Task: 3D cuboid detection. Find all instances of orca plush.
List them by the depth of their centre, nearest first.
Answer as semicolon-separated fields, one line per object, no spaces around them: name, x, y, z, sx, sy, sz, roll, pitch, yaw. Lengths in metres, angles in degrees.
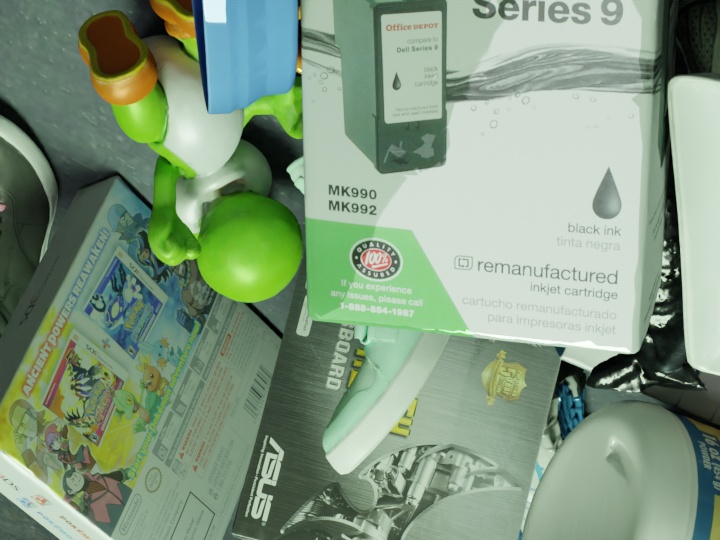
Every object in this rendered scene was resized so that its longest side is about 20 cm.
orca plush;0.114;-0.022;0.763;0.105;0.071;0.201;35;138;38

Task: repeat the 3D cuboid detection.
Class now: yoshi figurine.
yoshi figurine;-0.076;-0.057;0.888;0.111;0.113;0.201;0;142;14

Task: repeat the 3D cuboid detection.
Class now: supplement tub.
supplement tub;0.200;0.164;0.873;0.199;0.146;0.145;20;144;-18

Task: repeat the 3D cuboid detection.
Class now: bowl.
bowl;-0.054;-0.167;0.675;0.039;0.202;0.201;-6;142;-6

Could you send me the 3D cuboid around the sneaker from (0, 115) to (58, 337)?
sneaker;-0.240;-0.007;1.025;0.070;0.100;0.201;18;142;4

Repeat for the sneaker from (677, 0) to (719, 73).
sneaker;0.178;-0.045;0.793;0.082;0.078;0.201;17;123;42

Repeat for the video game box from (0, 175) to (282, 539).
video game box;-0.138;0.076;1.000;0.047;0.201;0.182;-13;132;37

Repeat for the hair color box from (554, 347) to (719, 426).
hair color box;0.212;0.035;0.871;0.199;0.061;0.101;23;99;-4

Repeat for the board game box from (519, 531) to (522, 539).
board game box;0.035;0.148;1.051;0.036;0.152;0.200;-11;133;42

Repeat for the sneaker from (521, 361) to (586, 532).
sneaker;0.101;0.109;1.055;0.086;0.075;0.201;14;139;26

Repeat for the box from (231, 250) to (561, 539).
box;0.028;0.073;0.928;0.157;0.202;0.048;14;174;8

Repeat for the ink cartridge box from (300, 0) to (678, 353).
ink cartridge box;0.052;-0.080;0.669;0.145;0.084;0.202;5;113;16

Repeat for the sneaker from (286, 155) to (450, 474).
sneaker;0.000;0.000;0.873;0.118;0.201;0.074;27;173;1

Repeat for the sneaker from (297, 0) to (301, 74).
sneaker;0.031;-0.104;0.803;0.199;0.078;0.078;17;140;-2

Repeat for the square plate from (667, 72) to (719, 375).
square plate;0.230;-0.004;0.675;0.199;0.029;0.199;12;145;22
